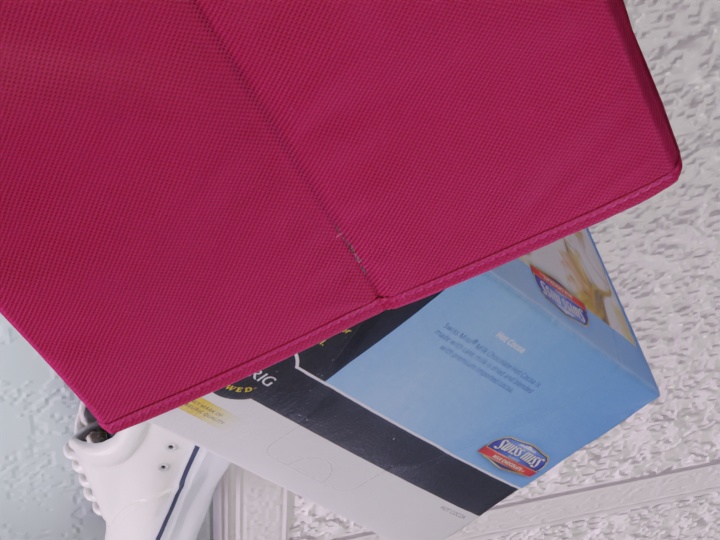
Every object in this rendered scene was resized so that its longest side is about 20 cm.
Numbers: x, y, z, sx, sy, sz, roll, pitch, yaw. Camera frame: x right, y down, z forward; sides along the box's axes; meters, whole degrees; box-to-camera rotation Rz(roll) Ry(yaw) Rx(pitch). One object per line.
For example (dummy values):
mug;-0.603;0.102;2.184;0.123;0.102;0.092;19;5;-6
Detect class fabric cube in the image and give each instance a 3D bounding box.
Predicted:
fabric cube;-0.047;-0.112;0.554;0.199;0.197;0.200;-24;140;8

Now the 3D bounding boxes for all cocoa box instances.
cocoa box;0.000;0.000;0.759;0.131;0.134;0.200;-36;139;20

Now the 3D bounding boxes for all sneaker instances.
sneaker;-0.099;0.083;0.884;0.070;0.073;0.201;18;130;-10
